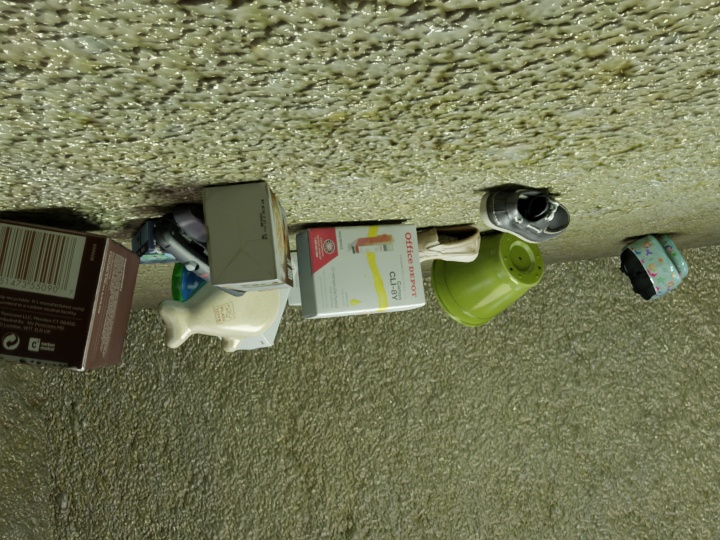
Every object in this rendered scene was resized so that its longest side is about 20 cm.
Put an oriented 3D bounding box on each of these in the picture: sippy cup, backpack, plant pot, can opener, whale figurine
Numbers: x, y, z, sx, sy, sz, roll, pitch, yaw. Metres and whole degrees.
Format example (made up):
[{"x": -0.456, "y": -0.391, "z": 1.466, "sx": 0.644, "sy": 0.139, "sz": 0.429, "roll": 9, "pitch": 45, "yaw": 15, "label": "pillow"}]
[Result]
[{"x": -0.253, "y": 0.026, "z": 1.264, "sx": 0.129, "sy": 0.179, "sz": 0.140, "roll": -2, "pitch": 162, "yaw": 17, "label": "sippy cup"}, {"x": 0.829, "y": -0.014, "z": 1.960, "sx": 0.150, "sy": 0.178, "sz": 0.200, "roll": -29, "pitch": 165, "yaw": 12, "label": "backpack"}, {"x": 0.293, "y": 0.001, "z": 1.530, "sx": 0.199, "sy": 0.202, "sz": 0.193, "roll": -2, "pitch": 163, "yaw": -34, "label": "plant pot"}, {"x": -0.211, "y": -0.016, "z": 0.943, "sx": 0.078, "sy": 0.064, "sz": 0.200, "roll": -4, "pitch": 148, "yaw": 20, "label": "can opener"}, {"x": -0.227, "y": 0.052, "z": 1.099, "sx": 0.199, "sy": 0.160, "sz": 0.104, "roll": -21, "pitch": -156, "yaw": -30, "label": "whale figurine"}]

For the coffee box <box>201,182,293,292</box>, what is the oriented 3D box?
[{"x": -0.137, "y": -0.034, "z": 0.875, "sx": 0.079, "sy": 0.115, "sz": 0.200, "roll": -6, "pitch": 175, "yaw": -1, "label": "coffee box"}]

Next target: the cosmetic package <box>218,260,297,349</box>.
[{"x": -0.202, "y": 0.052, "z": 1.349, "sx": 0.101, "sy": 0.201, "sz": 0.074, "roll": -10, "pitch": 133, "yaw": 24, "label": "cosmetic package"}]

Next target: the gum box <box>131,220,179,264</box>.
[{"x": -0.237, "y": -0.044, "z": 1.061, "sx": 0.199, "sy": 0.045, "sz": 0.170, "roll": -4, "pitch": 176, "yaw": -26, "label": "gum box"}]

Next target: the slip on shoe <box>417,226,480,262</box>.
[{"x": 0.133, "y": -0.055, "z": 1.328, "sx": 0.198, "sy": 0.076, "sz": 0.061, "roll": 3, "pitch": 135, "yaw": -6, "label": "slip on shoe"}]

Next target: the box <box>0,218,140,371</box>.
[{"x": -0.399, "y": 0.035, "z": 0.900, "sx": 0.165, "sy": 0.165, "sz": 0.200, "roll": 9, "pitch": 173, "yaw": -5, "label": "box"}]

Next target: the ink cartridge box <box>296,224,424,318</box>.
[{"x": 0.000, "y": 0.000, "z": 1.185, "sx": 0.199, "sy": 0.146, "sz": 0.083, "roll": -4, "pitch": 174, "yaw": -22, "label": "ink cartridge box"}]

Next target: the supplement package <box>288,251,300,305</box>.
[{"x": -0.072, "y": 0.015, "z": 1.558, "sx": 0.116, "sy": 0.118, "sz": 0.200, "roll": -8, "pitch": 174, "yaw": 21, "label": "supplement package"}]

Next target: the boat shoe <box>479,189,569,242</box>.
[{"x": 0.261, "y": -0.082, "z": 1.024, "sx": 0.199, "sy": 0.073, "sz": 0.063, "roll": 5, "pitch": 173, "yaw": -41, "label": "boat shoe"}]
